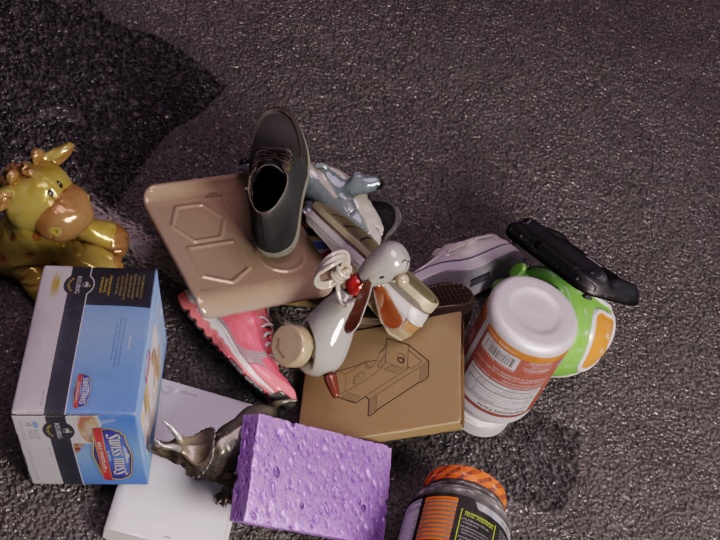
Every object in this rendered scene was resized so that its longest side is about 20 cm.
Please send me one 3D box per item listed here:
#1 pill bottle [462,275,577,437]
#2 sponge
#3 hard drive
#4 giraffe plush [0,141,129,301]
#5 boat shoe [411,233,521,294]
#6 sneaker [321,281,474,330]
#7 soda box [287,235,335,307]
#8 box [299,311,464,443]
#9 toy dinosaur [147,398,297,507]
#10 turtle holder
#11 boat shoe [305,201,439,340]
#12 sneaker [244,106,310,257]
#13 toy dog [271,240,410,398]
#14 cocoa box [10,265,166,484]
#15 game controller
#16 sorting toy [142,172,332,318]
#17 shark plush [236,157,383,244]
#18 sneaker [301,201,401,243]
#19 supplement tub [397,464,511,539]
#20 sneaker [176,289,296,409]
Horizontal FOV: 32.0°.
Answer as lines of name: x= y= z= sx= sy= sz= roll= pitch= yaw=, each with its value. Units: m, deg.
pill bottle: x=0.173 y=0.109 z=1.498 sx=0.110 sy=0.201 sz=0.113 roll=10 pitch=48 yaw=-12
sponge: x=-0.049 y=0.228 z=1.350 sx=0.198 sy=0.030 sz=0.113 roll=21 pitch=67 yaw=-40
hard drive: x=-0.195 y=0.220 z=1.384 sx=0.130 sy=0.026 sz=0.202 roll=16 pitch=48 yaw=-7
giraffe plush: x=-0.366 y=-0.061 z=1.465 sx=0.197 sy=0.163 sz=0.174 roll=14 pitch=47 yaw=-9
boat shoe: x=0.124 y=-0.004 z=1.669 sx=0.198 sy=0.073 sz=0.066 roll=-22 pitch=47 yaw=-29
sneaker: x=0.047 y=0.064 z=1.575 sx=0.197 sy=0.076 sz=0.071 roll=-2 pitch=38 yaw=-12
soda box: x=-0.089 y=-0.001 z=1.588 sx=0.197 sy=0.064 sz=0.068 roll=6 pitch=49 yaw=-17
box: x=0.026 y=0.131 z=1.474 sx=0.197 sy=0.021 sz=0.165 roll=-11 pitch=45 yaw=16
toy dinosaur: x=-0.130 y=0.187 z=1.348 sx=0.198 sy=0.103 sz=0.077 roll=-21 pitch=61 yaw=-32
turtle holder: x=0.244 y=0.067 z=1.623 sx=0.130 sy=0.184 sz=0.143 roll=5 pitch=82 yaw=-34
boat shoe: x=0.000 y=0.000 z=1.499 sx=0.200 sy=0.069 sz=0.075 roll=43 pitch=16 yaw=19
sneaker: x=-0.099 y=-0.128 z=1.494 sx=0.073 sy=0.107 sz=0.203 roll=-3 pitch=62 yaw=0
toy dog: x=-0.012 y=0.066 z=1.429 sx=0.131 sy=0.201 sz=0.097 roll=-14 pitch=59 yaw=-43
cocoa box: x=-0.285 y=0.112 z=1.353 sx=0.129 sy=0.134 sz=0.202 roll=1 pitch=48 yaw=-1
game controller: x=0.263 y=-0.009 z=1.565 sx=0.103 sy=0.042 sz=0.200 roll=23 pitch=13 yaw=-33
sorting toy: x=-0.150 y=-0.032 z=1.522 sx=0.183 sy=0.037 sz=0.201 roll=-10 pitch=54 yaw=-30
shark plush: x=-0.056 y=-0.096 z=1.561 sx=0.198 sy=0.091 sz=0.084 roll=30 pitch=64 yaw=-14
sneaker: x=-0.027 y=-0.063 z=1.656 sx=0.198 sy=0.078 sz=0.079 roll=-13 pitch=54 yaw=-31
supplement tub: x=0.094 y=0.317 z=1.343 sx=0.121 sy=0.123 sz=0.201 roll=22 pitch=47 yaw=-1
sneaker: x=-0.131 y=0.075 z=1.479 sx=0.087 sy=0.074 sz=0.200 roll=-41 pitch=70 yaw=-10
